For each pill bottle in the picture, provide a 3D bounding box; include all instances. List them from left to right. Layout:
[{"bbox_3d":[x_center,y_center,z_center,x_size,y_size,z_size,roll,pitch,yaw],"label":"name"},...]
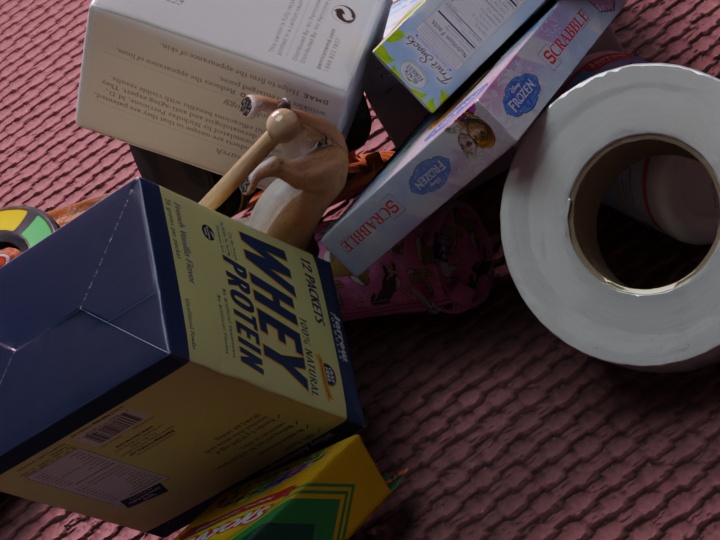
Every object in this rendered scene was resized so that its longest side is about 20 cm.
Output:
[{"bbox_3d":[0.201,-0.098,1.625,0.109,0.109,0.200,-41,35,-13],"label":"pill bottle"}]

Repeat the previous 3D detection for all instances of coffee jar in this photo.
[{"bbox_3d":[-0.088,-0.109,1.756,0.200,0.105,0.085,-32,12,-40],"label":"coffee jar"}]

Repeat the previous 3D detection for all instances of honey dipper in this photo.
[{"bbox_3d":[-0.101,-0.049,1.518,0.200,0.038,0.038,-45,21,38],"label":"honey dipper"}]

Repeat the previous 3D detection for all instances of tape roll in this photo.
[{"bbox_3d":[0.196,-0.034,1.479,0.201,0.071,0.204,-2,84,20],"label":"tape roll"}]

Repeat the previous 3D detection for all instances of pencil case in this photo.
[{"bbox_3d":[0.000,0.000,1.690,0.199,0.083,0.086,-8,14,32],"label":"pencil case"}]

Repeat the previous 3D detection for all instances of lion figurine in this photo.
[{"bbox_3d":[-0.053,-0.045,1.583,0.200,0.122,0.073,-53,46,37],"label":"lion figurine"}]

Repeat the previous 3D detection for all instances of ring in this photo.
[{"bbox_3d":[-0.062,-0.062,1.802,0.199,0.019,0.200,-20,12,4],"label":"ring"}]

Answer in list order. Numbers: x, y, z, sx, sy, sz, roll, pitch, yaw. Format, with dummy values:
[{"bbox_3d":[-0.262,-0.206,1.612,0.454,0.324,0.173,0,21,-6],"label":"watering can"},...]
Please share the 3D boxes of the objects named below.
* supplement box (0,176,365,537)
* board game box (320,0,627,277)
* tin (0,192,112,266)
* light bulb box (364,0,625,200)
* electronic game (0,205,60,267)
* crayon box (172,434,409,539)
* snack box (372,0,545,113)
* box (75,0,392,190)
[{"bbox_3d":[-0.142,0.066,1.511,0.199,0.199,0.135,-30,57,28],"label":"supplement box"},{"bbox_3d":[0.081,-0.107,1.577,0.200,0.041,0.200,-41,7,45],"label":"board game box"},{"bbox_3d":[-0.267,-0.007,1.954,0.199,0.042,0.112,-15,33,25],"label":"tin"},{"bbox_3d":[0.096,-0.187,1.810,0.197,0.125,0.200,-29,35,5],"label":"light bulb box"},{"bbox_3d":[-0.334,0.026,1.900,0.199,0.042,0.201,-22,42,21],"label":"electronic game"},{"bbox_3d":[-0.064,0.175,1.459,0.127,0.051,0.200,-27,7,32],"label":"crayon box"},{"bbox_3d":[0.100,-0.207,1.607,0.200,0.068,0.169,-46,3,5],"label":"snack box"},{"bbox_3d":[-0.086,-0.186,1.654,0.199,0.131,0.200,19,51,1],"label":"box"}]
